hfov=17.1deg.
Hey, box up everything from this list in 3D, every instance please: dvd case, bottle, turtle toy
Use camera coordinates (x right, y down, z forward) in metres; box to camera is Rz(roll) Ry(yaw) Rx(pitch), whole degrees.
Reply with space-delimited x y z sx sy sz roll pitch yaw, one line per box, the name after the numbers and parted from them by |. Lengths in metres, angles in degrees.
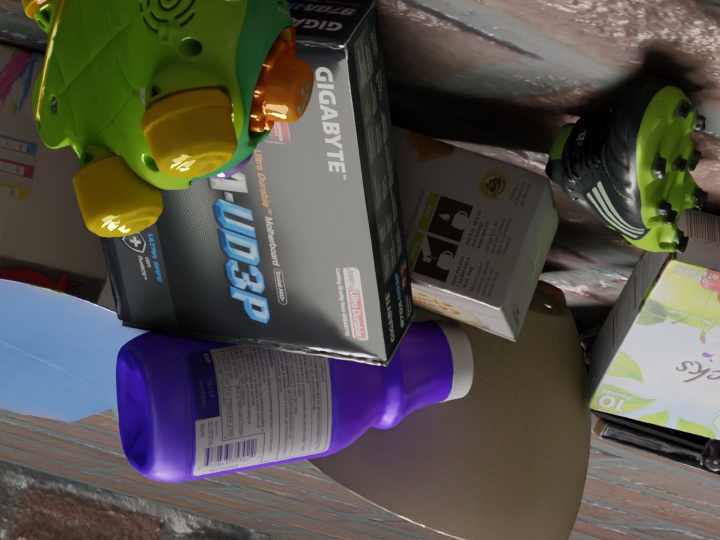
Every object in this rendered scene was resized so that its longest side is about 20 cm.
0.189 0.095 1.761 0.149 0.016 0.200 19 -168 -29 | dvd case
-0.035 0.063 1.330 0.200 0.084 0.065 -9 -164 -25 | bottle
-0.090 -0.093 1.088 0.101 0.146 0.200 -9 165 -32 | turtle toy

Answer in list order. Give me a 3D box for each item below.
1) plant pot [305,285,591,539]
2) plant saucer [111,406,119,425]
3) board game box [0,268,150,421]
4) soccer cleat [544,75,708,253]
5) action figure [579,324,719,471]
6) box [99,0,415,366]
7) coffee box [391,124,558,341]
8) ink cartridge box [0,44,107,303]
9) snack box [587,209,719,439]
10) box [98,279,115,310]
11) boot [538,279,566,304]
0.065 0.069 1.499 0.200 0.135 0.200 22 -166 -6 | plant pot
-0.116 0.018 1.481 0.036 0.200 0.200 20 167 -3 | plant saucer
-0.191 0.030 1.380 0.158 0.039 0.200 28 150 -31 | board game box
0.134 -0.055 1.237 0.081 0.068 0.200 23 170 13 | soccer cleat
0.227 0.063 1.598 0.119 0.102 0.200 9 158 45 | action figure
-0.061 -0.051 1.222 0.159 0.046 0.200 8 129 19 | box
0.002 -0.036 1.324 0.200 0.080 0.114 19 172 10 | coffee box
-0.213 -0.054 1.403 0.200 0.126 0.129 13 165 -9 | ink cartridge box
0.254 0.046 1.452 0.200 0.053 0.142 14 136 -9 | snack box
-0.198 0.005 1.733 0.200 0.098 0.124 16 167 -17 | box
0.031 0.020 1.655 0.154 0.074 0.200 15 171 -33 | boot
